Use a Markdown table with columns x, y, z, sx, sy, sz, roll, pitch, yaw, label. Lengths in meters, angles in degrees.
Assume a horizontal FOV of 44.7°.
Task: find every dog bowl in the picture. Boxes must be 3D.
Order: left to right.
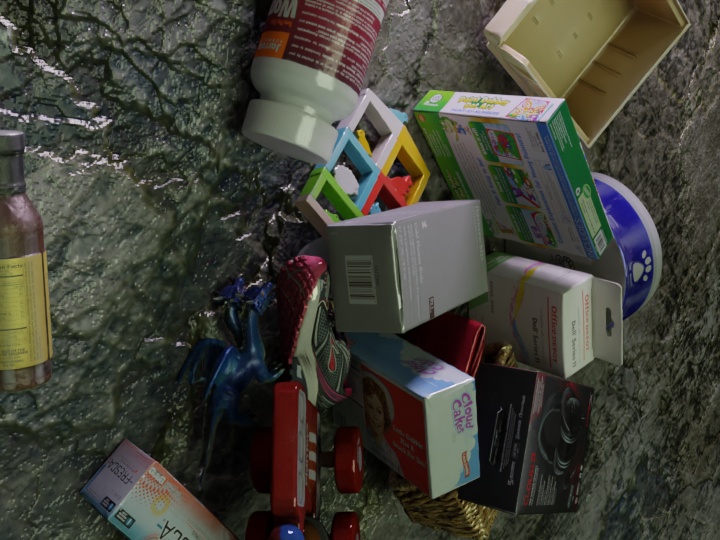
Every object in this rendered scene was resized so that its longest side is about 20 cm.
| x | y | z | sx | sy | sz | roll | pitch | yaw | label |
| --- | --- | --- | --- | --- | --- | --- | --- | --- | --- |
| 0.286 | -0.020 | 1.140 | 0.078 | 0.198 | 0.204 | -23 | 116 | -34 | dog bowl |

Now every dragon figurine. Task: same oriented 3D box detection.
| x | y | z | sx | sy | sz | roll | pitch | yaw | label |
| --- | --- | --- | --- | --- | --- | --- | --- | --- | --- |
| -0.139 | 0.104 | 0.865 | 0.100 | 0.058 | 0.202 | 47 | 68 | -40 | dragon figurine |

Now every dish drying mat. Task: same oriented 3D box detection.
| x | y | z | sx | sy | sz | roll | pitch | yaw | label |
| --- | --- | --- | --- | --- | --- | --- | --- | --- | --- |
| 0.092 | 0.085 | 0.994 | 0.018 | 0.200 | 0.078 | 18 | 90 | -16 | dish drying mat |

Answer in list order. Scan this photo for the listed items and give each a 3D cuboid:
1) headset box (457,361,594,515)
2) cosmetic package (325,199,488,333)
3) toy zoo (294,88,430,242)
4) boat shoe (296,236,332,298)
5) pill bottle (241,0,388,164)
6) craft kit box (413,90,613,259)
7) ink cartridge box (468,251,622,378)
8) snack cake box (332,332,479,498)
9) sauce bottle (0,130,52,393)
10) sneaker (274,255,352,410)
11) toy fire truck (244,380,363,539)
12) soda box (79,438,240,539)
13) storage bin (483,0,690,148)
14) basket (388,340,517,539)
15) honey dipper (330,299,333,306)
| x | y | z | sx | sy | sz | roll | pitch | yaw | label |
| --- | --- | --- | --- | --- | --- | --- | --- | --- | --- |
| 0.187 | 0.190 | 0.984 | 0.199 | 0.076 | 0.152 | 21 | 77 | -55 | headset box |
| 0.053 | -0.009 | 0.887 | 0.199 | 0.089 | 0.109 | -20 | 106 | -54 | cosmetic package |
| 0.013 | -0.101 | 0.945 | 0.132 | 0.020 | 0.202 | 49 | 51 | -30 | toy zoo |
| 0.000 | 0.000 | 0.969 | 0.197 | 0.056 | 0.070 | -2 | 79 | -43 | boat shoe |
| -0.042 | -0.214 | 0.840 | 0.109 | 0.108 | 0.204 | 20 | 87 | -44 | pill bottle |
| 0.176 | -0.112 | 1.015 | 0.049 | 0.195 | 0.201 | -50 | 130 | -24 | craft kit box |
| 0.229 | 0.058 | 1.106 | 0.067 | 0.198 | 0.120 | -23 | 116 | -36 | ink cartridge box |
| 0.041 | 0.143 | 0.945 | 0.066 | 0.199 | 0.117 | -15 | 112 | -29 | snack cake box |
| -0.282 | -0.008 | 0.697 | 0.064 | 0.064 | 0.205 | -9 | 105 | -41 | sauce bottle |
| -0.046 | 0.064 | 0.898 | 0.073 | 0.081 | 0.203 | -11 | 135 | -15 | sneaker |
| -0.061 | 0.220 | 0.834 | 0.168 | 0.110 | 0.204 | 67 | 23 | -70 | toy fire truck |
| -0.181 | 0.257 | 0.862 | 0.069 | 0.063 | 0.201 | -49 | 129 | -22 | soda box |
| 0.281 | -0.302 | 1.092 | 0.201 | 0.094 | 0.198 | -50 | 133 | 6 | storage bin |
| 0.109 | 0.194 | 1.062 | 0.202 | 0.141 | 0.150 | -58 | 137 | -31 | basket |
| -0.009 | 0.039 | 0.988 | 0.197 | 0.038 | 0.039 | 0 | 101 | -42 | honey dipper |
